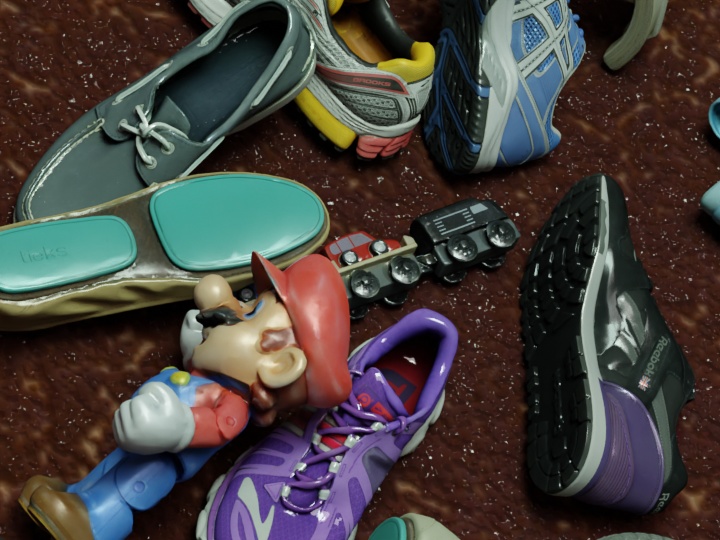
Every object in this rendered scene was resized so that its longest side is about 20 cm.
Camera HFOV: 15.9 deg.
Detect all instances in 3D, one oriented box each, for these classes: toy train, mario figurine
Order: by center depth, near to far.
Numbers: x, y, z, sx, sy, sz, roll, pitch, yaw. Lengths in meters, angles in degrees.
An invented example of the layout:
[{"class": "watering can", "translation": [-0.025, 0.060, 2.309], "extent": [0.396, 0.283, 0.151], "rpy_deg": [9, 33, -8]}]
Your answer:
[{"class": "mario figurine", "translation": [-0.093, 0.056, 1.303], "extent": [0.200, 0.106, 0.123], "rpy_deg": [-41, 44, -11]}, {"class": "toy train", "translation": [0.000, 0.000, 1.434], "extent": [0.200, 0.034, 0.046], "rpy_deg": [-20, 67, -27]}]

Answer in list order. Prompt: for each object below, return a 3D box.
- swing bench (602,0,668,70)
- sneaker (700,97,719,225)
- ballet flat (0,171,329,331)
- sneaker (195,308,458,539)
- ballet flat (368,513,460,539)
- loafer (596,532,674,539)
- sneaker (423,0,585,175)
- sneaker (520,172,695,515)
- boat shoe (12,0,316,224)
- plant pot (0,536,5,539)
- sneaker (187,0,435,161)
[{"class": "swing bench", "translation": [0.142, -0.268, 1.582], "extent": [0.200, 0.130, 0.199], "rpy_deg": [31, 54, 2]}, {"class": "sneaker", "translation": [0.258, -0.102, 1.557], "extent": [0.082, 0.074, 0.200], "rpy_deg": [27, 55, -6]}, {"class": "ballet flat", "translation": [-0.116, -0.008, 1.378], "extent": [0.199, 0.063, 0.069], "rpy_deg": [-8, 63, -16]}, {"class": "sneaker", "translation": [-0.015, 0.091, 1.346], "extent": [0.081, 0.083, 0.200], "rpy_deg": [34, 57, 3]}, {"class": "ballet flat", "translation": [0.020, 0.216, 1.301], "extent": [0.069, 0.070, 0.200], "rpy_deg": [22, 55, -5]}, {"class": "loafer", "translation": [0.118, 0.198, 1.346], "extent": [0.200, 0.070, 0.075], "rpy_deg": [-18, 41, -38]}, {"class": "sneaker", "translation": [0.089, -0.155, 1.492], "extent": [0.077, 0.201, 0.076], "rpy_deg": [-1, 19, -32]}, {"class": "sneaker", "translation": [0.144, 0.045, 1.446], "extent": [0.087, 0.076, 0.201], "rpy_deg": [19, 59, -25]}, {"class": "boat shoe", "translation": [-0.110, -0.083, 1.402], "extent": [0.200, 0.062, 0.073], "rpy_deg": [-37, 76, -11]}, {"class": "plant pot", "translation": [-0.197, 0.239, 1.144], "extent": [0.199, 0.200, 0.178], "rpy_deg": [-15, 55, -25]}, {"class": "sneaker", "translation": [-0.031, -0.160, 1.484], "extent": [0.200, 0.082, 0.078], "rpy_deg": [43, 45, 9]}]
